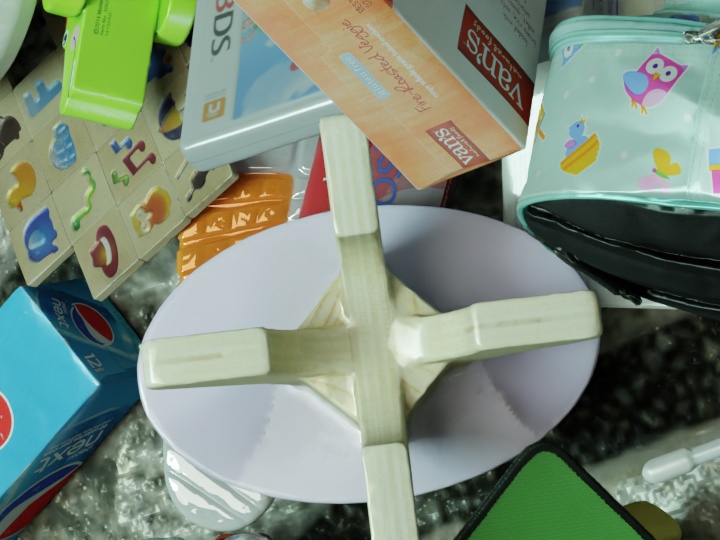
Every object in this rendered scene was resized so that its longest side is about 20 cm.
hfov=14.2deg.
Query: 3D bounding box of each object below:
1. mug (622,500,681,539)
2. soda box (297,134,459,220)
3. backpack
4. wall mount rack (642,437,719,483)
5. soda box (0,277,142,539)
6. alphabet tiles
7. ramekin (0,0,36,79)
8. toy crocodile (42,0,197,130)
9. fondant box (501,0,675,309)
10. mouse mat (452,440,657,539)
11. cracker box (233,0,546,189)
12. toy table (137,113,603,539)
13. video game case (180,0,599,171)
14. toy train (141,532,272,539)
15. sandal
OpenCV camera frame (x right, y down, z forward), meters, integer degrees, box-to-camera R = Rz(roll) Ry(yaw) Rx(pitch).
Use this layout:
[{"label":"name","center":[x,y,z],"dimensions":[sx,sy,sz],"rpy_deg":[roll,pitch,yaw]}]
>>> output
[{"label":"mug","center":[0.053,0.190,1.285],"dimensions":[0.149,0.153,0.187],"rpy_deg":[7,97,28]},{"label":"soda box","center":[0.000,0.000,1.305],"dimensions":[0.063,0.070,0.201],"rpy_deg":[14,84,6]},{"label":"backpack","center":[0.166,-0.050,1.128],"dimensions":[0.199,0.176,0.154],"rpy_deg":[-2,77,26]},{"label":"wall mount rack","center":[0.220,0.102,1.165],"dimensions":[0.173,0.200,0.075],"rpy_deg":[13,63,35]},{"label":"soda box","center":[-0.192,0.096,1.459],"dimensions":[0.068,0.064,0.200],"rpy_deg":[49,115,15]},{"label":"alphabet tiles","center":[-0.125,-0.093,1.401],"dimensions":[0.167,0.008,0.200],"rpy_deg":[-40,56,25]},{"label":"ramekin","center":[-0.216,-0.169,1.390],"dimensions":[0.202,0.094,0.203],"rpy_deg":[-26,61,61]},{"label":"toy crocodile","center":[-0.114,-0.163,1.364],"dimensions":[0.062,0.067,0.201],"rpy_deg":[151,124,-64]},{"label":"fondant box","center":[0.161,-0.057,1.258],"dimensions":[0.199,0.058,0.145],"rpy_deg":[2,95,29]},{"label":"mouse mat","center":[0.088,0.186,1.208],"dimensions":[0.161,0.200,0.008],"rpy_deg":[-51,29,-10]},{"label":"cracker box","center":[0.019,-0.152,1.158],"dimensions":[0.058,0.134,0.201],"rpy_deg":[-19,43,33]},{"label":"toy table","center":[0.003,0.034,1.208],"dimensions":[0.199,0.117,0.184],"rpy_deg":[-19,84,0]},{"label":"video game case","center":[0.014,-0.146,1.286],"dimensions":[0.199,0.022,0.183],"rpy_deg":[-16,50,25]},{"label":"toy train","center":[-0.055,0.213,1.365],"dimensions":[0.114,0.085,0.201],"rpy_deg":[-1,117,31]},{"label":"sandal","center":[-0.052,0.020,1.372],"dimensions":[0.079,0.059,0.207],"rpy_deg":[12,85,7]}]
